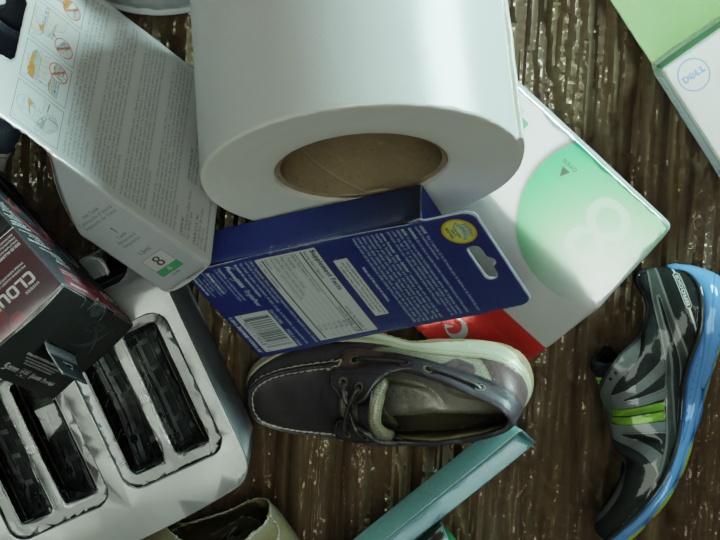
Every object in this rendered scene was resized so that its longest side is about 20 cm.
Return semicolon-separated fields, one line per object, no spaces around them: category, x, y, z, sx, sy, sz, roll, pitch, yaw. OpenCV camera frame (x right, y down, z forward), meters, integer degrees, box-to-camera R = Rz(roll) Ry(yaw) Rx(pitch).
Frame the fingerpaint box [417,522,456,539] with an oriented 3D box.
fingerpaint box;0.057;0.307;1.479;0.167;0.073;0.200;-40;98;2

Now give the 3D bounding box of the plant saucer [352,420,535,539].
plant saucer;0.034;0.171;1.464;0.200;0.070;0.019;-38;73;3

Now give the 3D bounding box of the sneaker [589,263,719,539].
sneaker;0.194;0.091;1.463;0.082;0.071;0.200;14;97;9

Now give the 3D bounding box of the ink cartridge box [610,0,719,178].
ink cartridge box;0.258;-0.176;1.431;0.145;0.048;0.200;-34;101;3

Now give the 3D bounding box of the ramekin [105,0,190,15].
ramekin;-0.132;-0.263;1.373;0.202;0.094;0.203;0;99;-2

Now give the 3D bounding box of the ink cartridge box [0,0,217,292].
ink cartridge box;-0.172;-0.101;1.333;0.200;0.161;0.050;35;128;-29

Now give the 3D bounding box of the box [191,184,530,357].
box;0.000;0.000;1.380;0.199;0.121;0.032;-11;56;20

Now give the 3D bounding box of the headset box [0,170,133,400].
headset box;-0.230;-0.011;1.284;0.075;0.149;0.200;-43;76;0

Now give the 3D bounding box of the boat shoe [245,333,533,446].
boat shoe;0.015;0.085;1.430;0.199;0.065;0.072;0;113;12

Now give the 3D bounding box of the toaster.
toaster;-0.178;0.095;1.413;0.180;0.119;0.200;-23;99;2

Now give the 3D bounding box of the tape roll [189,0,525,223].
tape roll;-0.005;-0.125;1.321;0.202;0.203;0.140;-5;70;-2

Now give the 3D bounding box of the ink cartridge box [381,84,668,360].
ink cartridge box;0.083;-0.012;1.438;0.161;0.050;0.200;42;92;-7

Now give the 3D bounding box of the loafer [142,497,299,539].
loafer;-0.135;0.204;1.439;0.200;0.076;0.068;-19;118;-20

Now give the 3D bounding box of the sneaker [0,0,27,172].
sneaker;-0.289;-0.169;1.381;0.202;0.077;0.146;28;108;-16
